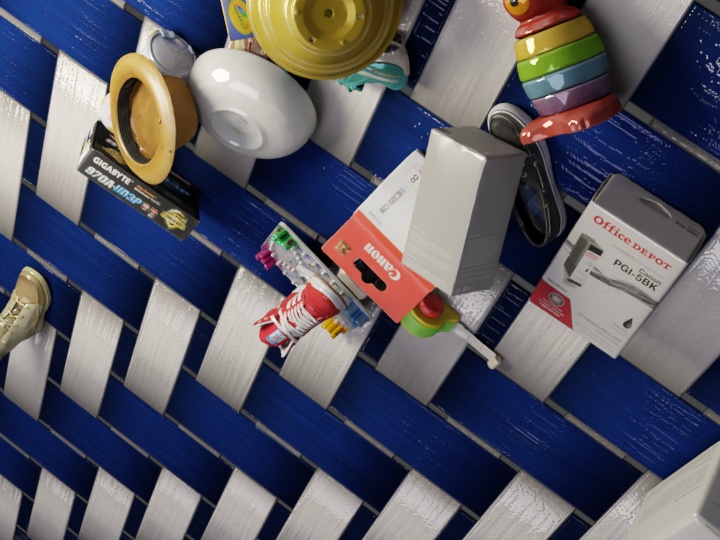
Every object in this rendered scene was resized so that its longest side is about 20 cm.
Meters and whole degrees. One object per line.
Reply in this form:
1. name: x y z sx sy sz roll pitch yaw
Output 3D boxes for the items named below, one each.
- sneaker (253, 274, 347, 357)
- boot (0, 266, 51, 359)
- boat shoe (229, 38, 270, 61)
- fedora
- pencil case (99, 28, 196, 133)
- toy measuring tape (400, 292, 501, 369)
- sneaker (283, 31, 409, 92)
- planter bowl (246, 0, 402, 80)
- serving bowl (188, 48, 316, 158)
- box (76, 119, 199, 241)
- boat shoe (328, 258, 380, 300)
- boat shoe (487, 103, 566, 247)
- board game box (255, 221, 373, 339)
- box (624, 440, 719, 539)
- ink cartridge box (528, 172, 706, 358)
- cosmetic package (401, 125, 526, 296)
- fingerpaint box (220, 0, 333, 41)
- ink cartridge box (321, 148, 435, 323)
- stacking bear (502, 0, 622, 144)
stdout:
1. sneaker: -0.092 0.070 1.638 0.071 0.112 0.200 48 164 -5
2. boot: -0.698 0.097 2.210 0.072 0.155 0.200 34 135 10
3. boat shoe: -0.139 -0.328 1.562 0.072 0.072 0.200 32 139 7
4. fedora: -0.294 -0.225 1.620 0.201 0.082 0.201 27 126 46
5. pencil case: -0.333 -0.287 1.721 0.200 0.083 0.091 -39 77 45
6. toy measuring tape: 0.123 0.092 1.682 0.200 0.074 0.074 42 136 3
7. sneaker: -0.025 -0.278 1.516 0.200 0.078 0.080 9 135 30
8. planter bowl: -0.042 -0.325 1.375 0.200 0.083 0.201 -2 114 -4
9. serving bowl: -0.167 -0.227 1.609 0.200 0.066 0.200 18 150 11
10. box: -0.346 -0.143 1.743 0.200 0.159 0.046 35 104 -21
11. boat shoe: 0.000 0.000 1.710 0.075 0.093 0.200 47 164 -10
12. boat shoe: 0.212 -0.120 1.464 0.070 0.066 0.200 -5 118 37
13. board game box: -0.079 0.023 1.743 0.200 0.026 0.200 46 164 -3
14. box: 0.505 0.388 1.553 0.200 0.171 0.199 40 136 4
15. ink cartridge box: 0.332 -0.005 1.452 0.147 0.083 0.200 34 135 11
16. cosmetic package: 0.133 -0.079 1.447 0.107 0.090 0.200 38 123 40
17. fingerpaint box: -0.108 -0.412 1.419 0.167 0.073 0.200 -11 121 -1
18. ink cartridge box: 0.067 -0.045 1.564 0.163 0.057 0.200 45 95 -1
19. stacking bear: 0.229 -0.268 1.317 0.121 0.114 0.200 -8 106 54
